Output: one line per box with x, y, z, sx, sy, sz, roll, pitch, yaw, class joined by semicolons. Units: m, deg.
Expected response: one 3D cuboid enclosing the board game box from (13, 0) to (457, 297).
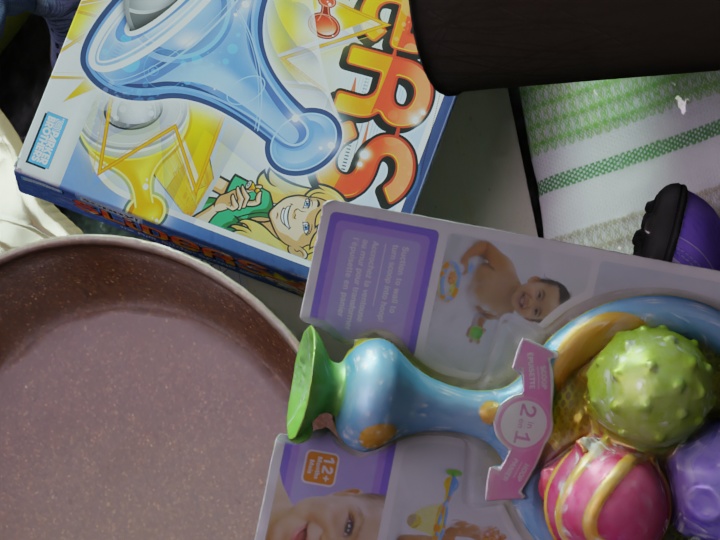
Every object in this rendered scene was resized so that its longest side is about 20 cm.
-0.023;-0.099;0.931;0.135;0.034;0.201;20;79;0;board game box

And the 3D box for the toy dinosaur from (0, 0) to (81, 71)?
-0.094;-0.126;1.043;0.182;0.105;0.201;112;168;-69;toy dinosaur

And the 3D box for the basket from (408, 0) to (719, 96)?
0.131;-0.131;0.814;0.199;0.136;0.181;6;69;19;basket

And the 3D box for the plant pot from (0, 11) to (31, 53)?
-0.230;-0.128;1.135;0.193;0.200;0.201;-32;65;21;plant pot

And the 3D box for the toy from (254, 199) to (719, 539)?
0.075;0.054;0.818;0.047;0.199;0.116;-110;32;-80;toy

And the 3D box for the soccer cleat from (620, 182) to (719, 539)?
0.111;0.072;0.878;0.073;0.068;0.201;7;98;8;soccer cleat

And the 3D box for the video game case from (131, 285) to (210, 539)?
-0.064;0.093;0.979;0.143;0.019;0.201;-179;81;-85;video game case

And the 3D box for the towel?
0.122;-0.051;0.917;0.149;0.031;0.201;-17;77;41;towel

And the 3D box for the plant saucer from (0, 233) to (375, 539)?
-0.079;0.087;0.894;0.200;0.037;0.201;2;95;24;plant saucer

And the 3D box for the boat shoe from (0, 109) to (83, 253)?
-0.135;0.013;1.065;0.072;0.065;0.200;-28;58;-7;boat shoe

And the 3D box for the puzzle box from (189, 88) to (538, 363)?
0.000;0.000;0.960;0.133;0.025;0.201;-9;73;-2;puzzle box
